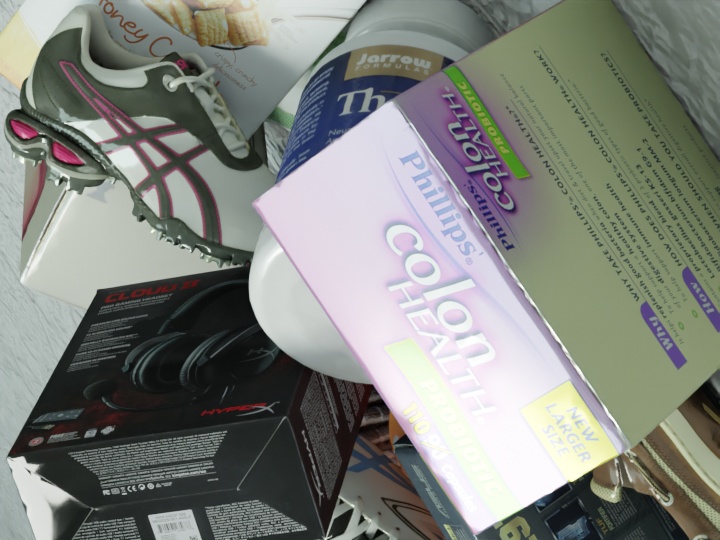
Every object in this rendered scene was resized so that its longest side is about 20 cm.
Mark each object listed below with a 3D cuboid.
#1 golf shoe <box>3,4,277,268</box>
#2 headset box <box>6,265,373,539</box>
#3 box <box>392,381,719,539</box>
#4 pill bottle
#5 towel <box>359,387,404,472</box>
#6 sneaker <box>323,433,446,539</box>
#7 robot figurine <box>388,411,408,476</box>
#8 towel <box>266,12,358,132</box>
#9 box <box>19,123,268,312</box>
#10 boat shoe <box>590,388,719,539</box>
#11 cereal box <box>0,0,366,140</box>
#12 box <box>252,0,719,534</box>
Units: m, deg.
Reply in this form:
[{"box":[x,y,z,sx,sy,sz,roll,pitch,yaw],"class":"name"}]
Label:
[{"box":[-0.091,-0.064,1.312,0.200,0.088,0.077,27,-162,12],"class":"golf shoe"},{"box":[-0.079,0.066,1.301,0.200,0.149,0.077,-70,-32,-60],"class":"headset box"},{"box":[0.134,0.133,1.329,0.200,0.158,0.051,58,162,-6],"class":"box"},{"box":[0.016,-0.049,1.255,0.111,0.200,0.111,7,134,7],"class":"pill bottle"},{"box":[0.000,0.106,1.536,0.166,0.200,0.086,-27,78,63],"class":"towel"},{"box":[0.011,0.148,1.363,0.200,0.072,0.072,39,-172,-12],"class":"sneaker"},{"box":[0.095,0.107,1.420,0.200,0.144,0.117,48,153,-23],"class":"robot figurine"},{"box":[-0.035,-0.163,1.454,0.149,0.031,0.200,29,139,53],"class":"towel"},{"box":[-0.136,-0.061,1.582,0.128,0.109,0.200,23,-153,-18],"class":"box"},{"box":[0.143,0.087,1.271,0.202,0.075,0.075,44,-167,-3],"class":"boat shoe"},{"box":[-0.093,-0.141,1.346,0.144,0.040,0.200,39,123,-4],"class":"cereal box"},{"box":[0.080,-0.010,1.125,0.097,0.200,0.176,-34,90,36],"class":"box"}]
